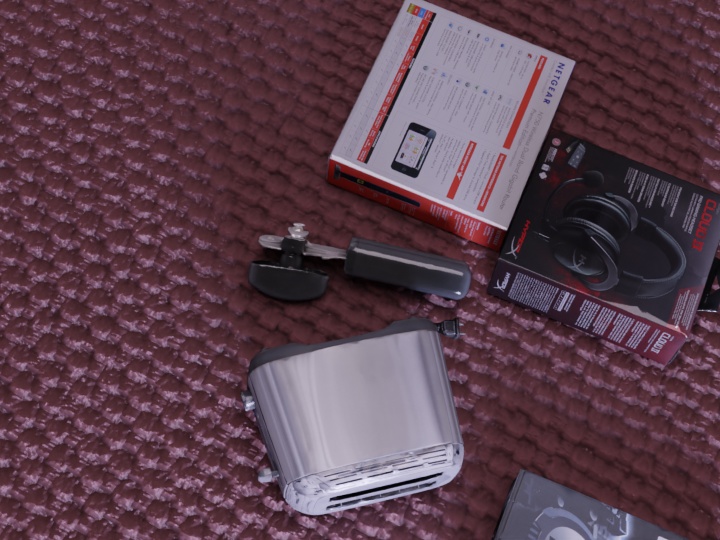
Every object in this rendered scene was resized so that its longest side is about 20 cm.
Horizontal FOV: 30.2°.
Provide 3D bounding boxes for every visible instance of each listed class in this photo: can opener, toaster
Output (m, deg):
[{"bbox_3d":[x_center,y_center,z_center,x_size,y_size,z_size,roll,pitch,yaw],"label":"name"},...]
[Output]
[{"bbox_3d":[0.000,0.000,1.206,0.198,0.053,0.067,8,100,1],"label":"can opener"},{"bbox_3d":[0.005,0.122,1.114,0.198,0.114,0.130,-11,72,-11],"label":"toaster"}]

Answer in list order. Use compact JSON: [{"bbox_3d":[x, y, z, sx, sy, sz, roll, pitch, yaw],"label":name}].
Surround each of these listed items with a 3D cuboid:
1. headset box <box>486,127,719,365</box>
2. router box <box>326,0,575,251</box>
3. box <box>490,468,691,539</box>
[{"bbox_3d":[0.235,-0.018,1.211,0.199,0.077,0.150,23,67,7],"label":"headset box"},{"bbox_3d":[0.087,-0.142,1.267,0.178,0.049,0.201,23,67,5],"label":"router box"},{"bbox_3d":[0.194,0.277,1.097,0.199,0.044,0.161,23,67,6],"label":"box"}]
